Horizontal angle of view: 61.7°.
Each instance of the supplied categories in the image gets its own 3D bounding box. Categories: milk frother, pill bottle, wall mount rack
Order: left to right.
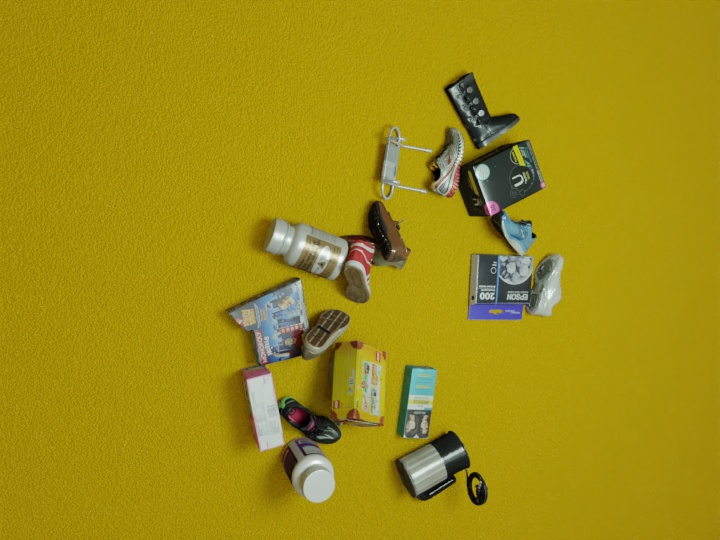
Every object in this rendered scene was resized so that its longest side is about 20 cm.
[{"bbox_3d":[-0.142,-0.059,1.555,0.199,0.114,0.115,21,87,-20],"label":"pill bottle"},{"bbox_3d":[-0.133,0.518,1.560,0.110,0.200,0.113,-2,95,-19],"label":"pill bottle"},{"bbox_3d":[0.123,-0.289,1.660,0.173,0.074,0.202,4,95,-58],"label":"wall mount rack"},{"bbox_3d":[0.232,0.589,1.701,0.187,0.200,0.182,-23,106,-16],"label":"milk frother"}]

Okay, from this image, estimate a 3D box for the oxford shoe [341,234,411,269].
[{"bbox_3d":[0.038,-0.047,1.648,0.198,0.071,0.075,14,107,-13],"label":"oxford shoe"}]

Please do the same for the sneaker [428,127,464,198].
[{"bbox_3d":[0.240,-0.309,1.689,0.081,0.078,0.202,12,78,-8],"label":"sneaker"}]

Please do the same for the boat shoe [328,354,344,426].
[{"bbox_3d":[-0.044,0.324,1.647,0.062,0.071,0.202,-9,99,-25],"label":"boat shoe"}]

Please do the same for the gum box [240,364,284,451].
[{"bbox_3d":[-0.252,0.354,1.549,0.066,0.113,0.202,-11,98,-18],"label":"gum box"}]

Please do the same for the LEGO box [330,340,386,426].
[{"bbox_3d":[-0.002,0.299,1.586,0.149,0.077,0.202,31,56,-51],"label":"LEGO box"}]

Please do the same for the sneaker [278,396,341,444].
[{"bbox_3d":[-0.136,0.414,1.611,0.199,0.084,0.077,33,89,-18],"label":"sneaker"}]

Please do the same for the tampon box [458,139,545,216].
[{"bbox_3d":[0.396,-0.263,1.727,0.199,0.126,0.151,-28,102,-15],"label":"tampon box"}]

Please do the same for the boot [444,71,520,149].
[{"bbox_3d":[0.352,-0.477,1.732,0.164,0.066,0.201,-36,101,-15],"label":"boot"}]

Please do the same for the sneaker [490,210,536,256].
[{"bbox_3d":[0.450,-0.126,1.753,0.090,0.079,0.200,-42,137,12],"label":"sneaker"}]

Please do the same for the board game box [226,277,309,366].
[{"bbox_3d":[-0.238,0.135,1.565,0.198,0.062,0.202,-11,98,-18],"label":"board game box"}]

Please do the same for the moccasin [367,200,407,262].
[{"bbox_3d":[0.076,-0.107,1.607,0.077,0.202,0.074,5,131,-31],"label":"moccasin"}]

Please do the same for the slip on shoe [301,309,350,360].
[{"bbox_3d":[-0.093,0.169,1.584,0.076,0.200,0.061,31,123,7],"label":"slip on shoe"}]

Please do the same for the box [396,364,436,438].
[{"bbox_3d":[0.162,0.378,1.736,0.082,0.049,0.202,6,92,-20],"label":"box"}]

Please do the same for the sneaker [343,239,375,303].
[{"bbox_3d":[0.000,0.000,1.606,0.071,0.201,0.113,9,59,8],"label":"sneaker"}]

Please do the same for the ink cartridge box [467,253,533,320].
[{"bbox_3d":[0.421,0.053,1.808,0.196,0.043,0.202,1,95,-20],"label":"ink cartridge box"}]

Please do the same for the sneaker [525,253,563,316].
[{"bbox_3d":[0.584,0.049,1.857,0.099,0.078,0.202,18,97,-27],"label":"sneaker"}]
